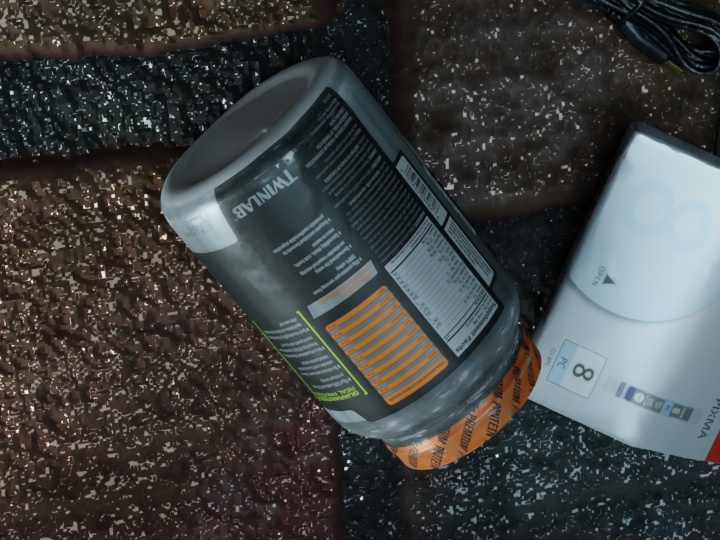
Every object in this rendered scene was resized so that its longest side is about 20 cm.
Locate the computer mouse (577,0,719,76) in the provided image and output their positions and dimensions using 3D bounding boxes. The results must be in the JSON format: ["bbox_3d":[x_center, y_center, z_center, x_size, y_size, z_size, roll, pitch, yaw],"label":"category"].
[{"bbox_3d":[0.203,-0.203,1.024,0.109,0.044,0.201,36,96,-17],"label":"computer mouse"}]

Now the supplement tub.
[{"bbox_3d":[0.000,0.000,0.996,0.122,0.123,0.200,-38,109,1],"label":"supplement tub"}]

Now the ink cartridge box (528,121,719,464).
[{"bbox_3d":[0.205,0.032,1.051,0.198,0.047,0.161,25,105,3],"label":"ink cartridge box"}]

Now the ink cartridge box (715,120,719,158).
[{"bbox_3d":[0.246,-0.031,1.085,0.094,0.037,0.202,2,103,-12],"label":"ink cartridge box"}]
